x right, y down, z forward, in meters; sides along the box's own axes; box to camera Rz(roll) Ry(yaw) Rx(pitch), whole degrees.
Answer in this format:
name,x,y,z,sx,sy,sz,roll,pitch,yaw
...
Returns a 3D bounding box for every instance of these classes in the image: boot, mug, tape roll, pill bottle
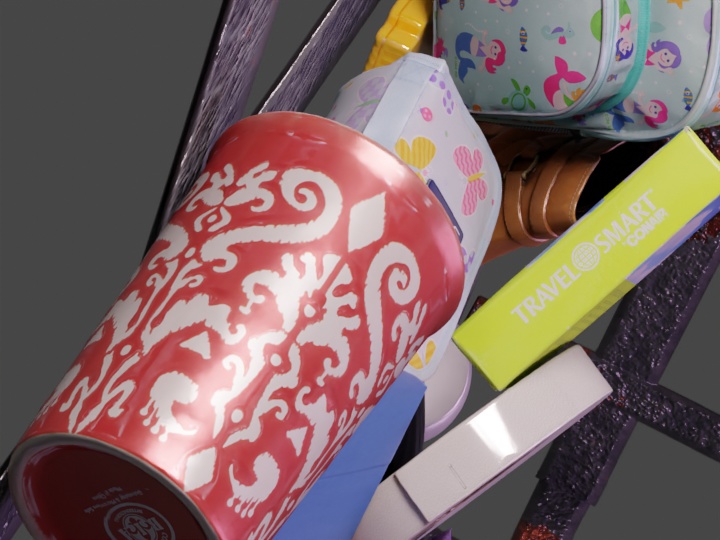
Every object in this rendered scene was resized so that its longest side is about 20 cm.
name,x,y,z,sx,sy,sz,roll,pitch,yaw
boot,0.090,-0.027,1.729,0.200,0.077,0.155,-41,-153,-22
mug,-0.059,0.058,1.234,0.200,0.133,0.178,-55,169,-40
tape roll,0.058,0.116,1.648,0.202,0.037,0.203,-36,173,-5
pill bottle,0.016,0.069,1.947,0.109,0.108,0.200,-63,-173,-7

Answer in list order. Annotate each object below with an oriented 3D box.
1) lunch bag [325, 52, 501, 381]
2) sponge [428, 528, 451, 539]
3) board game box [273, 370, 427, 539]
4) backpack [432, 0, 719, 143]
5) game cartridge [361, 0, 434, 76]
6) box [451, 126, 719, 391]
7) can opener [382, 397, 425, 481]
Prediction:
name,x,y,z,sx,sy,sz,roll,pitch,yaw
lunch bag,0.000,0.000,1.569,0.200,0.127,0.170,101,12,-49
sponge,-0.025,0.235,1.706,0.200,0.030,0.112,-35,-171,33
board game box,-0.058,0.104,1.504,0.157,0.039,0.200,-10,142,-32
backpack,0.141,-0.161,1.639,0.150,0.199,0.178,-16,112,-52
game cartridge,0.019,-0.107,1.768,0.176,0.032,0.201,-56,168,-56
box,0.145,-0.012,1.604,0.200,0.048,0.122,-42,174,6
can opener,0.017,0.108,1.801,0.200,0.063,0.079,99,-21,-44
